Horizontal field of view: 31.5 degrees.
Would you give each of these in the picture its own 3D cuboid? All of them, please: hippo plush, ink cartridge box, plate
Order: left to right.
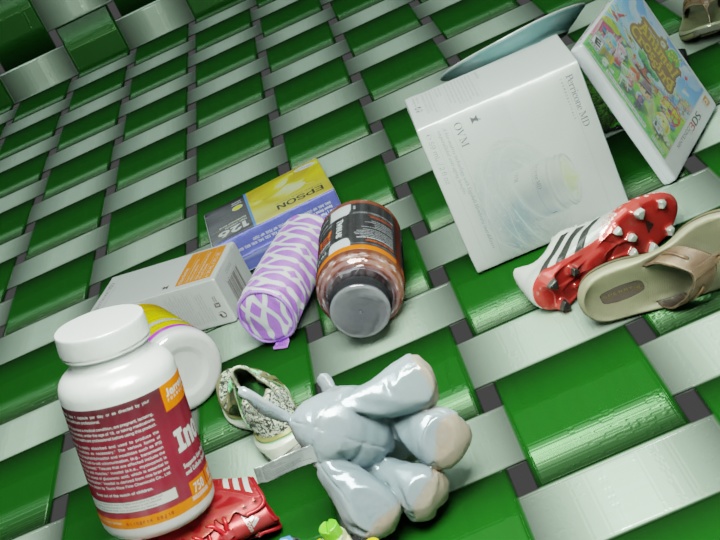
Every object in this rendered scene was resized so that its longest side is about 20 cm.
[{"bbox_3d":[-0.128,-0.078,1.863,0.197,0.047,0.200,-26,23,-2],"label":"ink cartridge box"},{"bbox_3d":[0.000,0.170,1.207,0.200,0.160,0.161,-11,-6,-4],"label":"hippo plush"},{"bbox_3d":[0.192,-0.274,1.583,0.200,0.026,0.200,-27,2,1],"label":"plate"}]

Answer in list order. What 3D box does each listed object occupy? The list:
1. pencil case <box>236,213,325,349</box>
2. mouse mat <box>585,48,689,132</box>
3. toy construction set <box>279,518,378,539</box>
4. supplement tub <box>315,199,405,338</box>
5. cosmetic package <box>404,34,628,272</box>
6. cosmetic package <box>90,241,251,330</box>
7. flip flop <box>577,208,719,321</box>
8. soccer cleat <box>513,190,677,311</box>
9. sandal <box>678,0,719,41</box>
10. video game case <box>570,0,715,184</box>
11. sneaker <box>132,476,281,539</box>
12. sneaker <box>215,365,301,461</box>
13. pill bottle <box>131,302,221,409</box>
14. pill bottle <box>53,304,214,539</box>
[{"bbox_3d":[-0.089,0.008,1.615,0.084,0.086,0.200,-7,30,26],"label":"pencil case"},{"bbox_3d":[0.379,-0.248,1.763,0.161,0.008,0.200,-17,28,18],"label":"mouse mat"},{"bbox_3d":[-0.062,0.283,1.072,0.200,0.092,0.131,-20,24,-13],"label":"toy construction set"},{"bbox_3d":[0.000,0.000,1.523,0.107,0.107,0.200,-21,25,10],"label":"supplement tub"},{"bbox_3d":[0.185,-0.138,1.505,0.200,0.200,0.123,-24,25,5],"label":"cosmetic package"},{"bbox_3d":[-0.255,0.037,1.727,0.200,0.071,0.102,-16,27,20],"label":"cosmetic package"},{"bbox_3d":[0.309,0.004,1.261,0.200,0.081,0.058,-22,21,17],"label":"flip flop"},{"bbox_3d":[0.256,-0.030,1.392,0.200,0.069,0.085,-36,31,-10],"label":"soccer cleat"},{"bbox_3d":[0.498,-0.387,1.857,0.080,0.057,0.201,-15,27,22],"label":"sandal"},{"bbox_3d":[0.346,-0.230,1.538,0.022,0.200,0.182,-26,19,44],"label":"video game case"},{"bbox_3d":[-0.144,0.256,1.204,0.115,0.078,0.200,-18,27,19],"label":"sneaker"},{"bbox_3d":[-0.116,0.131,1.400,0.077,0.089,0.200,-34,26,-16],"label":"sneaker"},{"bbox_3d":[-0.255,0.099,1.571,0.104,0.104,0.200,-35,27,-20],"label":"pill bottle"},{"bbox_3d":[-0.215,0.140,1.194,0.113,0.200,0.113,-13,17,4],"label":"pill bottle"}]
